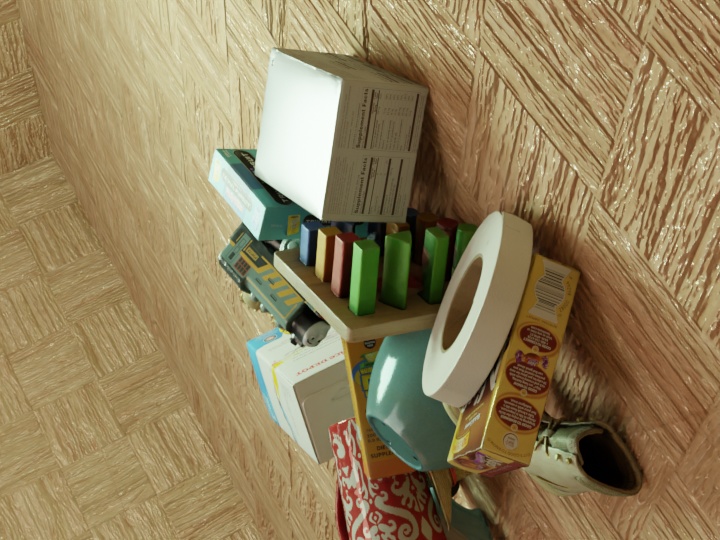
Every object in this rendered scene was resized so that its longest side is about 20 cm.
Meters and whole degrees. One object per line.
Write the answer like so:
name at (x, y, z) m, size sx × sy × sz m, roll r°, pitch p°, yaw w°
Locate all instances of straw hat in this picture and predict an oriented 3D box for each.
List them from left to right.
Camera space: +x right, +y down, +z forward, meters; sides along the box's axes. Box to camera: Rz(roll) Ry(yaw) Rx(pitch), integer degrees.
straw hat at (0.120, 0.228, 1.719) m, size 0.201 × 0.084 × 0.204 m, roll 161°, pitch 90°, yaw -88°

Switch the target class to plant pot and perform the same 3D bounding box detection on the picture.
plant pot at (0.084, 0.153, 1.554) m, size 0.200 × 0.135 × 0.201 m, roll 42°, pitch 163°, yaw 15°

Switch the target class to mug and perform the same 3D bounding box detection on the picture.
mug at (0.014, 0.298, 1.765) m, size 0.133 × 0.175 × 0.203 m, roll 4°, pitch -111°, yaw -62°

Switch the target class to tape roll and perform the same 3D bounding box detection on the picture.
tape roll at (0.118, 0.038, 1.353) m, size 0.037 × 0.205 × 0.203 m, roll 22°, pitch 162°, yaw -7°

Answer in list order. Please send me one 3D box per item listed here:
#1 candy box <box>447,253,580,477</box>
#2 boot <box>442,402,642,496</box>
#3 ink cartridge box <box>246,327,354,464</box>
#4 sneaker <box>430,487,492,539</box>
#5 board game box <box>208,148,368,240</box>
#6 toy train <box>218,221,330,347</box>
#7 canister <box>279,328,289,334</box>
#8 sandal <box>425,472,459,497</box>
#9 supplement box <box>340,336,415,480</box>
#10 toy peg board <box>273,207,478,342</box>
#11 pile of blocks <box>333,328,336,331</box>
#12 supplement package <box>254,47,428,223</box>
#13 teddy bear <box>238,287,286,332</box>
candy box at (0.150, 0.096, 1.315) m, size 0.117 × 0.056 × 0.203 m, roll 133°, pitch 155°, yaw -70°
boot at (0.189, 0.170, 1.390) m, size 0.199 × 0.073 × 0.154 m, roll 39°, pitch 164°, yaw -12°
ink cartridge box at (-0.061, 0.175, 2.067) m, size 0.200 × 0.145 × 0.148 m, roll 32°, pitch 142°, yaw 60°
sneaker at (0.161, 0.370, 1.828) m, size 0.200 × 0.082 × 0.074 m, roll 42°, pitch 149°, yaw 2°
board game box at (-0.068, -0.097, 1.653) m, size 0.151 × 0.197 × 0.048 m, roll 47°, pitch 129°, yaw 45°
toy train at (-0.090, 0.005, 1.665) m, size 0.200 × 0.114 × 0.085 m, roll 45°, pitch -172°, yaw 27°
canister at (-0.089, -0.027, 1.877) m, size 0.149 × 0.085 × 0.203 m, roll -85°, pitch -12°, yaw -74°
sandal at (0.070, 0.227, 1.879) m, size 0.214 × 0.077 × 0.070 m, roll 64°, pitch 165°, yaw -15°
supplement box at (0.021, 0.156, 1.676) m, size 0.069 × 0.065 × 0.204 m, roll 121°, pitch 139°, yaw -86°
toy peg board at (0.032, -0.022, 1.510) m, size 0.199 × 0.197 × 0.099 m, roll 43°, pitch 134°, yaw 51°
pile of blocks at (0.023, 0.020, 1.588) m, size 0.082 × 0.199 × 0.063 m, roll -33°, pitch 77°, yaw 34°
supplement package at (-0.027, -0.157, 1.522) m, size 0.200 × 0.109 × 0.158 m, roll 36°, pitch 120°, yaw 58°
teddy bear at (-0.089, -0.011, 1.774) m, size 0.143 × 0.067 × 0.203 m, roll 21°, pitch 113°, yaw 22°
